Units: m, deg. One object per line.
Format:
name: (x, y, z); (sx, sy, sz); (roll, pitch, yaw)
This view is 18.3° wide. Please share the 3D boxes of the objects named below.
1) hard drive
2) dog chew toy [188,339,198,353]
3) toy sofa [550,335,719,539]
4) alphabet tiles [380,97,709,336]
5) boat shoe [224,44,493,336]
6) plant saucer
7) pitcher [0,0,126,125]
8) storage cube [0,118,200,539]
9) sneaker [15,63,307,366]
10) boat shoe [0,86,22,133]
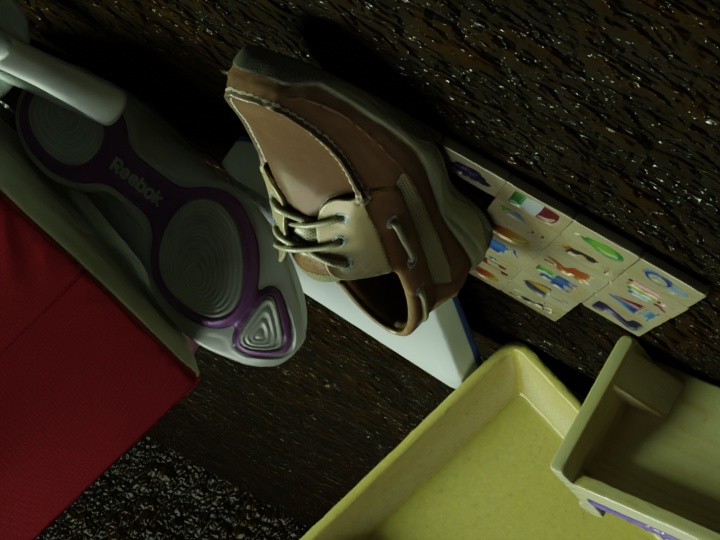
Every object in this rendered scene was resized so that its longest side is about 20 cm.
hard drive: (0.000, 0.000, 1.236); (0.132, 0.025, 0.200); (32, 170, 16)
dog chew toy: (-0.182, 0.021, 1.603); (0.124, 0.125, 0.200); (33, 176, -18)
toy sofa: (0.203, 0.114, 1.101); (0.199, 0.083, 0.098); (22, 166, 36)
alphabet tiles: (0.069, -0.016, 1.062); (0.167, 0.008, 0.200); (30, 170, 0)
boat shoe: (-0.003, -0.028, 0.981); (0.076, 0.072, 0.200); (21, 166, 36)
plant saucer: (0.091, 0.174, 1.311); (0.200, 0.200, 0.048); (47, -169, 3)
pitcher: (-0.198, -0.117, 1.035); (0.171, 0.122, 0.200); (21, 179, 5)
storage cube: (-0.212, 0.032, 1.163); (0.171, 0.180, 0.200); (45, -174, -22)
sneaker: (-0.092, -0.034, 1.186); (0.200, 0.075, 0.100); (48, -167, 12)
boat shoe: (-0.233, -0.096, 1.304); (0.074, 0.074, 0.200); (35, 168, -27)
